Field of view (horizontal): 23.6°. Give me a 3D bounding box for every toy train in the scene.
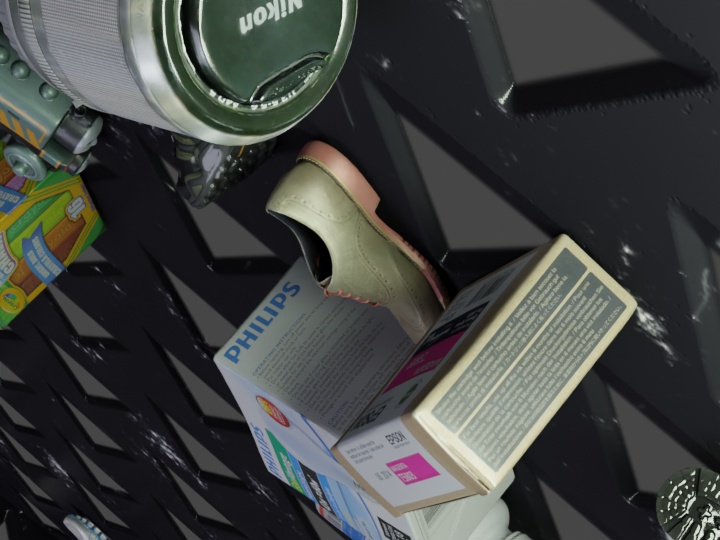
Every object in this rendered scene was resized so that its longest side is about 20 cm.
[{"bbox_3d":[-0.320,-0.161,1.543,0.200,0.085,0.114,37,152,-9],"label":"toy train"}]

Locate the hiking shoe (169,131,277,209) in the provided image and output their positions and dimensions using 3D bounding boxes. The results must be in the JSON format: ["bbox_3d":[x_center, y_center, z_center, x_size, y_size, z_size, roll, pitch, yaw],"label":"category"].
[{"bbox_3d":[-0.114,-0.124,1.282,0.101,0.076,0.200,48,152,11],"label":"hiking shoe"}]

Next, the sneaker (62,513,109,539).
[{"bbox_3d":[-0.508,0.554,3.318,0.200,0.087,0.075,44,161,2],"label":"sneaker"}]

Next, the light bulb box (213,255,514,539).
[{"bbox_3d":[0.007,0.125,1.453,0.199,0.125,0.199,29,156,30],"label":"light bulb box"}]

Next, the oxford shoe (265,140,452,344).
[{"bbox_3d":[0.000,0.000,1.287,0.200,0.075,0.070,50,158,-20],"label":"oxford shoe"}]

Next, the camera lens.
[{"bbox_3d":[-0.112,-0.167,1.042,0.199,0.160,0.160,18,149,48],"label":"camera lens"}]

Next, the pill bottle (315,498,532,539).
[{"bbox_3d":[0.065,0.230,1.571,0.199,0.112,0.113,34,158,22],"label":"pill bottle"}]

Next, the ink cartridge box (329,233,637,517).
[{"bbox_3d":[0.078,0.075,1.163,0.075,0.165,0.200,44,159,-4],"label":"ink cartridge box"}]

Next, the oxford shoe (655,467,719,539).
[{"bbox_3d":[0.292,0.206,1.187,0.200,0.073,0.084,41,176,12],"label":"oxford shoe"}]

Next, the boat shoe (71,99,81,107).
[{"bbox_3d":[-0.195,-0.181,1.294,0.062,0.075,0.200,43,159,-5],"label":"boat shoe"}]

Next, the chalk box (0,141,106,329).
[{"bbox_3d":[-0.380,-0.037,1.739,0.124,0.200,0.125,31,157,30],"label":"chalk box"}]
